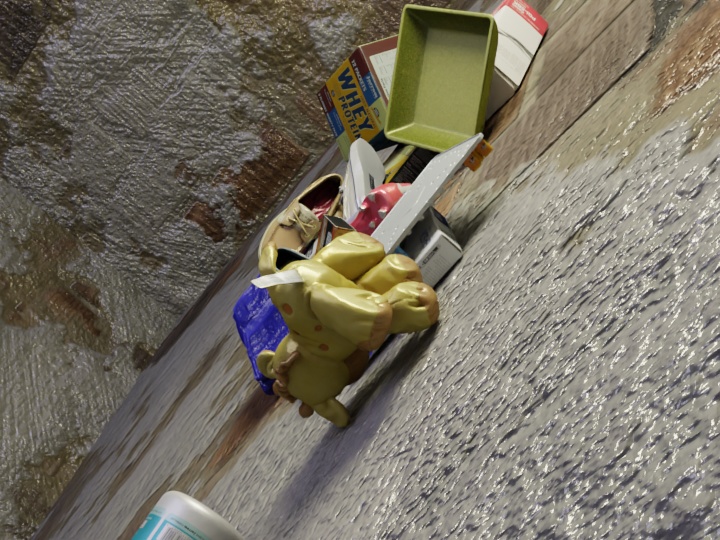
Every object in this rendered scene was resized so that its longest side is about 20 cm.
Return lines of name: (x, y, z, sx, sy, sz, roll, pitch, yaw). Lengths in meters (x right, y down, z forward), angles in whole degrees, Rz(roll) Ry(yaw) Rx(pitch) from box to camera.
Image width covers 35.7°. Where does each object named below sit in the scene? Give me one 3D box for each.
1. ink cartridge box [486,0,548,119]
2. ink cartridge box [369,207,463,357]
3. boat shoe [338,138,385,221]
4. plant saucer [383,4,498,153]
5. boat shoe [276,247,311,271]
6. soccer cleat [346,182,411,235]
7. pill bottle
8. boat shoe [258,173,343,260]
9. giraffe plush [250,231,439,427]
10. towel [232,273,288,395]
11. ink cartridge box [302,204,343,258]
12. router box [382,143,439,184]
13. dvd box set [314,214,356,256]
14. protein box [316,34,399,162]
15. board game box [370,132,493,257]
ink cartridge box: (0.196, -0.316, 1.730, 0.147, 0.083, 0.201, -42, 13, 43)
ink cartridge box: (0.036, 0.020, 1.348, 0.200, 0.040, 0.200, -50, 9, 9)
boat shoe: (-0.004, -0.125, 1.712, 0.070, 0.071, 0.201, -35, 36, 24)
plant saucer: (0.126, -0.275, 1.628, 0.199, 0.047, 0.203, 23, 108, 49)
boat shoe: (-0.072, 0.025, 1.557, 0.073, 0.062, 0.200, -38, 36, -10)
soccer cleat: (0.008, -0.059, 1.578, 0.076, 0.067, 0.200, -20, -16, -38)
pill bottle: (-0.206, 0.331, 1.113, 0.201, 0.111, 0.111, -55, 10, -23)
boat shoe: (-0.094, -0.084, 1.800, 0.201, 0.074, 0.066, -56, 5, -27)
giraffe plush: (-0.032, 0.072, 1.178, 0.173, 0.198, 0.164, -125, 39, -52)
towel: (-0.126, 0.073, 1.650, 0.148, 0.049, 0.200, -53, 34, 14)
ink cartridge box: (-0.063, -0.003, 1.804, 0.165, 0.075, 0.200, -48, 11, 14)
router box: (0.063, -0.149, 1.825, 0.158, 0.052, 0.200, -51, 10, -1)
dvd box set: (-0.047, 0.036, 1.425, 0.146, 0.029, 0.203, -130, 50, -78)
protein box: (0.066, -0.305, 1.909, 0.198, 0.136, 0.198, -21, -5, -27)
board game box: (0.065, -0.068, 1.348, 0.201, 0.026, 0.200, -52, 8, -10)
